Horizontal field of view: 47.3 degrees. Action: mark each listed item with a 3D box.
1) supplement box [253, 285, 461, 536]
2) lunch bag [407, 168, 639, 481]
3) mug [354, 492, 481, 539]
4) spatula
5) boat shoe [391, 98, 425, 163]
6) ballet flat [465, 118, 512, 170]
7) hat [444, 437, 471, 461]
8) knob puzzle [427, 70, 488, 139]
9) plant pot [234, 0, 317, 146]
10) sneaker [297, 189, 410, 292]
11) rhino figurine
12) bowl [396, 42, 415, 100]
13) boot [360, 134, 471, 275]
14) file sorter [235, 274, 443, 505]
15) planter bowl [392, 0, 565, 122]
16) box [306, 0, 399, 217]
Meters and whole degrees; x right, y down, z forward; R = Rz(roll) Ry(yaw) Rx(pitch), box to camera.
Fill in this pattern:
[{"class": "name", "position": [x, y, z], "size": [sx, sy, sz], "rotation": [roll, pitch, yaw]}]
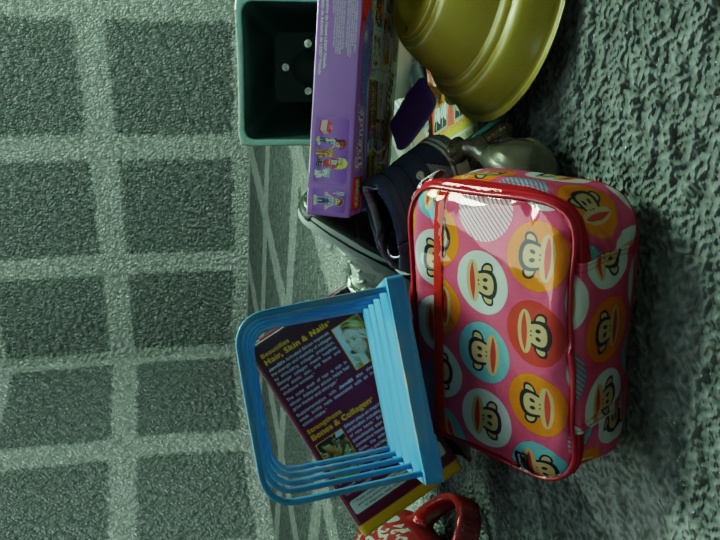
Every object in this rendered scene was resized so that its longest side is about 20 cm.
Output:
[{"class": "supplement box", "position": [-0.009, 0.129, 0.777], "size": [0.201, 0.110, 0.086], "rotation": [57, 171, 3]}, {"class": "lunch bag", "position": [0.099, 0.029, 0.579], "size": [0.176, 0.082, 0.202], "rotation": [16, 115, 48]}, {"class": "mug", "position": [0.073, 0.332, 0.888], "size": [0.134, 0.177, 0.200], "rotation": [51, 175, -8]}, {"class": "spatula", "position": [0.051, -0.164, 0.762], "size": [0.057, 0.020, 0.200], "rotation": [-55, 10, 26]}, {"class": "boat shoe", "position": [0.048, -0.087, 0.898], "size": [0.072, 0.068, 0.202], "rotation": [177, 79, -84]}, {"class": "ballet flat", "position": [0.097, -0.081, 0.767], "size": [0.066, 0.070, 0.200], "rotation": [62, 162, 0]}, {"class": "hat", "position": [0.075, 0.087, 0.802], "size": [0.201, 0.081, 0.201], "rotation": [54, 170, 14]}, {"class": "knob puzzle", "position": [0.084, -0.222, 0.818], "size": [0.220, 0.030, 0.222], "rotation": [179, 90, -81]}, {"class": "plant pot", "position": [-0.074, -0.290, 1.192], "size": [0.200, 0.195, 0.197], "rotation": [-104, 14, -75]}, {"class": "sneaker", "position": [0.000, 0.000, 0.825], "size": [0.115, 0.200, 0.076], "rotation": [-44, 35, 30]}, {"class": "rhino figurine", "position": [0.119, -0.008, 0.644], "size": [0.087, 0.060, 0.202], "rotation": [-1, 93, 41]}, {"class": "bowl", "position": [0.029, -0.305, 0.963], "size": [0.200, 0.074, 0.201], "rotation": [105, 159, -55]}, {"class": "boot", "position": [0.064, -0.009, 0.711], "size": [0.073, 0.090, 0.201], "rotation": [11, 128, 55]}, {"class": "file sorter", "position": [-0.024, 0.093, 0.636], "size": [0.200, 0.122, 0.140], "rotation": [122, 138, -82]}, {"class": "planter bowl", "position": [0.079, -0.227, 0.664], "size": [0.200, 0.083, 0.202], "rotation": [-175, 90, -68]}, {"class": "box", "position": [-0.003, -0.152, 0.696], "size": [0.137, 0.039, 0.202], "rotation": [-33, -52, -73]}]
